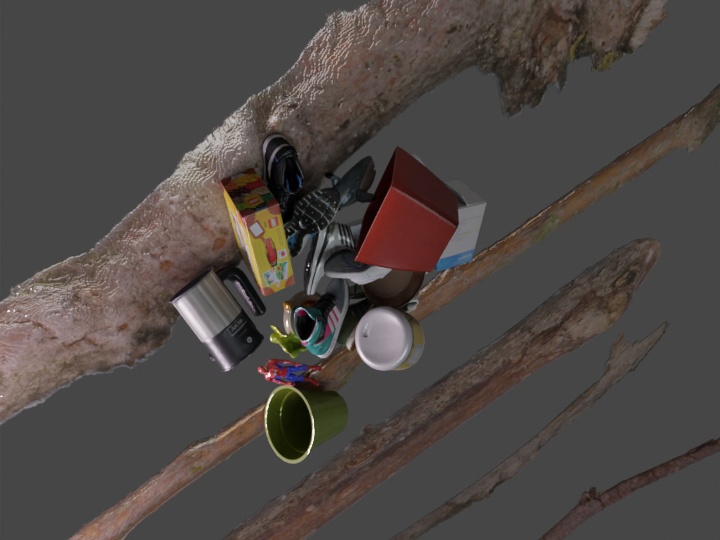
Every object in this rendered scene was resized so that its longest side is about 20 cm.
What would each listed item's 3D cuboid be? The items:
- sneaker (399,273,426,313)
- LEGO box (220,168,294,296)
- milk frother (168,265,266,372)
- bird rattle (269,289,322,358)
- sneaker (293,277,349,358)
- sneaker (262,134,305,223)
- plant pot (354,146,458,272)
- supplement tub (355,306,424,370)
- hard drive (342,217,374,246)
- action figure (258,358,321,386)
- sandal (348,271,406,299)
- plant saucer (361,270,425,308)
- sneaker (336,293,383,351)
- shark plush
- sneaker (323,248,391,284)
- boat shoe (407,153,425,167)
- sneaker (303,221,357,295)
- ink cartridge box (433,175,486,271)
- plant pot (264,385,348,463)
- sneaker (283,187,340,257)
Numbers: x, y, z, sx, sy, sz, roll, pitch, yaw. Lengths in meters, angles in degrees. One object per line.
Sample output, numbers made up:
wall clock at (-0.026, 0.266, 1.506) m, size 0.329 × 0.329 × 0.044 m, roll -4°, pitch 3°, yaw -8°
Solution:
sneaker at (0.141, 0.047, 1.582) m, size 0.198 × 0.116 × 0.074 m, roll -38°, pitch 136°, yaw -5°
LEGO box at (-0.209, -0.078, 1.203) m, size 0.076 × 0.149 × 0.204 m, roll -22°, pitch 135°, yaw -17°
milk frother at (-0.326, 0.108, 1.289) m, size 0.197 × 0.181 × 0.190 m, roll -27°, pitch 105°, yaw 27°
bird rattle at (-0.126, 0.130, 1.472) m, size 0.196 × 0.112 × 0.168 m, roll -17°, pitch 116°, yaw -28°
sneaker at (-0.099, 0.096, 1.406) m, size 0.120 × 0.082 × 0.206 m, roll 31°, pitch 68°, yaw -50°
sneaker at (-0.156, -0.162, 1.201) m, size 0.071 × 0.112 × 0.204 m, roll -18°, pitch 133°, yaw -20°
plant pot at (0.111, -0.115, 1.296) m, size 0.172 × 0.202 × 0.203 m, roll 23°, pitch 123°, yaw -8°
supplement tub at (0.080, 0.170, 1.449) m, size 0.146 × 0.146 × 0.199 m, roll -47°, pitch 161°, yaw 7°
hard drive at (0.023, -0.074, 1.464) m, size 0.196 × 0.027 × 0.135 m, roll -19°, pitch 132°, yaw -23°
action figure at (-0.189, 0.271, 1.567) m, size 0.197 × 0.051 × 0.067 m, roll 14°, pitch 94°, yaw -40°
sandal at (0.030, 0.017, 1.520) m, size 0.197 × 0.079 × 0.059 m, roll -27°, pitch 111°, yaw -19°
plant saucer at (0.077, -0.006, 1.472) m, size 0.195 × 0.036 × 0.207 m, roll -6°, pitch 103°, yaw -27°
sneaker at (-0.011, 0.105, 1.495) m, size 0.202 × 0.088 × 0.068 m, roll -55°, pitch 161°, yaw -34°
shark plush at (-0.055, -0.186, 1.319) m, size 0.195 × 0.091 × 0.085 m, roll -17°, pitch 115°, yaw 4°
sneaker at (0.000, 0.000, 1.357) m, size 0.195 × 0.076 × 0.088 m, roll -4°, pitch 140°, yaw -32°
boat shoe at (0.121, -0.175, 1.400) m, size 0.068 × 0.070 × 0.204 m, roll -53°, pitch 146°, yaw -42°
sneaker at (-0.067, -0.021, 1.380) m, size 0.112 × 0.076 × 0.204 m, roll 8°, pitch 123°, yaw -16°
ink cartridge box at (0.223, -0.128, 1.489) m, size 0.122 × 0.129 × 0.204 m, roll -13°, pitch 131°, yaw -29°
plant pot at (-0.136, 0.413, 1.642) m, size 0.187 × 0.200 × 0.203 m, roll 2°, pitch 124°, yaw -50°
sneaker at (-0.108, -0.117, 1.262) m, size 0.078 × 0.090 × 0.199 m, roll 44°, pitch 128°, yaw -8°
